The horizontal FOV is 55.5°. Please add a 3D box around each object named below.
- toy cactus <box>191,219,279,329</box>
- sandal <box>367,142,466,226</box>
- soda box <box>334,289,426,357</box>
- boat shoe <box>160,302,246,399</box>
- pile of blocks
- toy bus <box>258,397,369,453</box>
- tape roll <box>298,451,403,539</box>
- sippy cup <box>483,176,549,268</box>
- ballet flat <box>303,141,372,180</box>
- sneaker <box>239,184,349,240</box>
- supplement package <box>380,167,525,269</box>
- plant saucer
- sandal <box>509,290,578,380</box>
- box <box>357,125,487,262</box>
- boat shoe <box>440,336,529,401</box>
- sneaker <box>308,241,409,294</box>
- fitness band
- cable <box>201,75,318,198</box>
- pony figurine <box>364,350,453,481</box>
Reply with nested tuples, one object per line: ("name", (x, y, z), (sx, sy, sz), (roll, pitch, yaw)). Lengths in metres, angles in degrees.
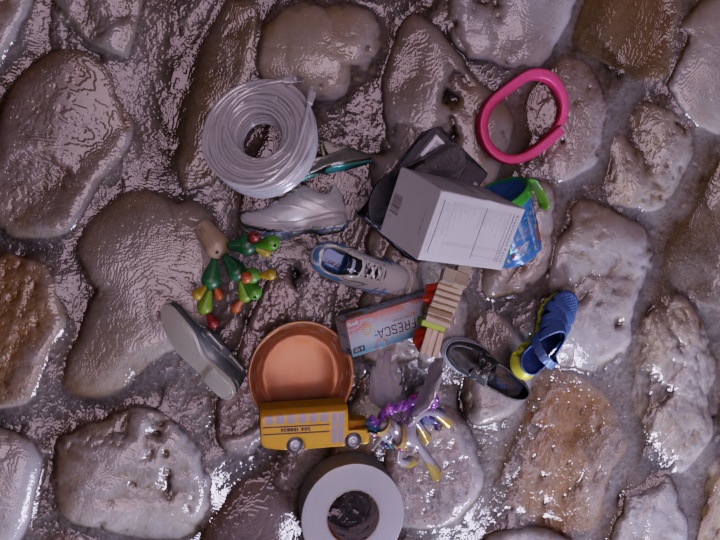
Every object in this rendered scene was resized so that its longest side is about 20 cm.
("toy cactus", (-0.234, -0.011, 1.184), (0.200, 0.102, 0.166), (-44, 80, 25))
("sandal", (0.093, -0.149, 1.143), (0.199, 0.048, 0.076), (-37, 101, -5))
("soda box", (0.056, 0.094, 1.254), (0.195, 0.063, 0.070), (-15, 99, -20))
("boat shoe", (-0.279, 0.134, 1.222), (0.202, 0.072, 0.062), (52, 42, -5))
("pile of blocks", (0.131, 0.058, 1.196), (0.061, 0.083, 0.204), (16, 115, -7))
("toy bus", (-0.083, 0.276, 1.227), (0.194, 0.065, 0.081), (-2, 95, -11))
("tape roll", (-0.019, 0.452, 1.296), (0.194, 0.066, 0.207), (-1, 96, -11))
("sippy cup", (0.271, -0.082, 1.268), (0.174, 0.140, 0.132), (-22, 112, 16))
("ballet flat", (-0.075, -0.196, 1.213), (0.195, 0.067, 0.065), (-18, 93, -9))
("sneaker", (-0.119, -0.103, 1.221), (0.194, 0.075, 0.090), (-6, 81, -13))
("supplement package", (0.150, -0.081, 1.109), (0.196, 0.109, 0.116), (7, 111, -38))
("plant saucer", (-0.110, 0.191, 1.263), (0.194, 0.037, 0.206), (-2, 97, -12))
("sandal", (0.369, 0.124, 1.313), (0.079, 0.087, 0.202), (38, 70, -11))
("box", (0.107, -0.137, 1.230), (0.131, 0.115, 0.201), (40, 87, -11))
("boat shoe", (0.245, 0.191, 1.323), (0.197, 0.057, 0.070), (30, 90, -13))
("sneaker", (0.000, 0.000, 1.246), (0.195, 0.072, 0.074), (15, 92, -14))
("fitness band", (0.308, -0.289, 1.293), (0.198, 0.037, 0.145), (-37, 102, -6))
("cable", (-0.168, -0.225, 1.160), (0.194, 0.069, 0.206), (2, 77, 6))
("pony figurine", (0.092, 0.263, 1.252), (0.200, 0.164, 0.197), (42, 56, -37))
